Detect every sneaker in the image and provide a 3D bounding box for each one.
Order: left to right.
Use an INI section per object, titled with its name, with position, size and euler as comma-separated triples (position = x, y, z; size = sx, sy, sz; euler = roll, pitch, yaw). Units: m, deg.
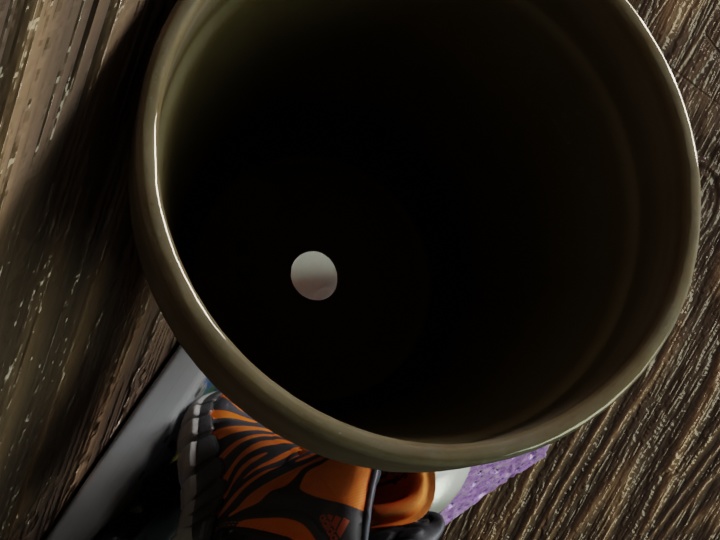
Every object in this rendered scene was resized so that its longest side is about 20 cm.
[sneaker]
position = -0.020, 0.098, 0.642
size = 0.111, 0.078, 0.200
euler = -23, -158, 5

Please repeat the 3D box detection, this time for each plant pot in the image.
[plant pot]
position = 0.003, -0.017, 0.559
size = 0.201, 0.199, 0.173
euler = -59, -173, -19

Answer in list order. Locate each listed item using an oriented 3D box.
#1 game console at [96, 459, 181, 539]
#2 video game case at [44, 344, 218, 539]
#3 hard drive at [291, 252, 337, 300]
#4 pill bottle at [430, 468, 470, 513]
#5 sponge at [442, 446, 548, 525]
[game console]
position = -0.100, 0.222, 0.676
size = 0.202, 0.115, 0.176
euler = -66, 170, 27
[video game case]
position = -0.120, 0.135, 0.747
size = 0.201, 0.022, 0.183
euler = -58, 170, -31
[hard drive]
position = 0.000, 0.000, 0.762
size = 0.201, 0.130, 0.027
euler = 106, -28, -53
[pill bottle]
position = -0.006, 0.103, 0.783
size = 0.113, 0.112, 0.201
euler = -54, 178, -44
[sponge]
position = 0.089, 0.085, 0.949
size = 0.111, 0.030, 0.201
euler = -28, 147, -26
